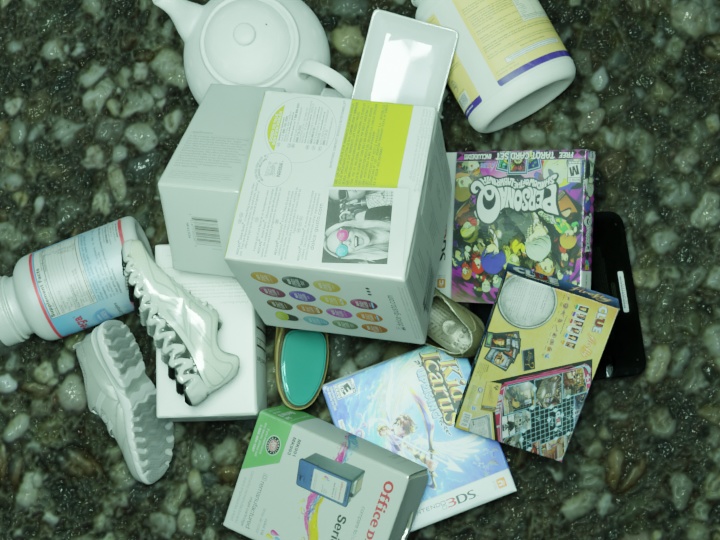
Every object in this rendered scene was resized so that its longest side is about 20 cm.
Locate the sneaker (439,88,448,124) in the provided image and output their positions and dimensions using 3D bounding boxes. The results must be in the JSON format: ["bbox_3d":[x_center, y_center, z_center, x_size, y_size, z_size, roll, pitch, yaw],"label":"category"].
[{"bbox_3d":[0.072,-0.187,1.621,0.087,0.074,0.203,-15,82,3],"label":"sneaker"}]

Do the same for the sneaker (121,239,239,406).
[{"bbox_3d":[-0.207,0.050,1.490,0.080,0.075,0.202,-28,83,-14],"label":"sneaker"}]

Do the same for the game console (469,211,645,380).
[{"bbox_3d":[0.236,0.040,1.611,0.174,0.116,0.203,-4,81,-28],"label":"game console"}]

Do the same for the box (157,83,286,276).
[{"bbox_3d":[-0.149,-0.106,1.518,0.096,0.126,0.201,6,41,12],"label":"box"}]

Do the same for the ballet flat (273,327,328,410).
[{"bbox_3d":[-0.073,0.069,1.600,0.068,0.063,0.203,9,78,-21],"label":"ballet flat"}]

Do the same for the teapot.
[{"bbox_3d":[-0.126,-0.264,1.606,0.198,0.146,0.200,-18,82,-1],"label":"teapot"}]

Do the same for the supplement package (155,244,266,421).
[{"bbox_3d":[-0.176,0.076,1.574,0.119,0.120,0.203,-2,82,2],"label":"supplement package"}]

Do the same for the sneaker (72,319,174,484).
[{"bbox_3d":[-0.289,0.163,1.606,0.081,0.074,0.202,-21,86,35],"label":"sneaker"}]

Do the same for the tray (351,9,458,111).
[{"bbox_3d":[0.042,-0.197,1.563,0.106,0.022,0.203,16,98,8],"label":"tray"}]

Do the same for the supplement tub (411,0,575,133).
[{"bbox_3d":[0.154,-0.285,1.595,0.144,0.145,0.202,-28,82,-1],"label":"supplement tub"}]

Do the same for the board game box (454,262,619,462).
[{"bbox_3d":[0.200,0.107,1.511,0.134,0.035,0.202,18,110,2],"label":"board game box"}]

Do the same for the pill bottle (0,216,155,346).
[{"bbox_3d":[-0.347,0.018,1.597,0.198,0.109,0.110,-21,82,0],"label":"pill bottle"}]

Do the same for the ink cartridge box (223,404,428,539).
[{"bbox_3d":[-0.039,0.261,1.526,0.198,0.087,0.147,22,96,18],"label":"ink cartridge box"}]

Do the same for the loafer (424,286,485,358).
[{"bbox_3d":[0.060,0.039,1.540,0.198,0.067,0.077,26,91,-1],"label":"loafer"}]

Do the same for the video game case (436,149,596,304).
[{"bbox_3d":[0.179,-0.050,1.565,0.198,0.036,0.184,3,90,32],"label":"video game case"}]

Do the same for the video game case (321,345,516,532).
[{"bbox_3d":[0.069,0.201,1.584,0.179,0.045,0.202,-21,82,-1],"label":"video game case"}]

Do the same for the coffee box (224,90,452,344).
[{"bbox_3d":[-0.017,-0.055,1.442,0.195,0.200,0.203,7,69,12],"label":"coffee box"}]
